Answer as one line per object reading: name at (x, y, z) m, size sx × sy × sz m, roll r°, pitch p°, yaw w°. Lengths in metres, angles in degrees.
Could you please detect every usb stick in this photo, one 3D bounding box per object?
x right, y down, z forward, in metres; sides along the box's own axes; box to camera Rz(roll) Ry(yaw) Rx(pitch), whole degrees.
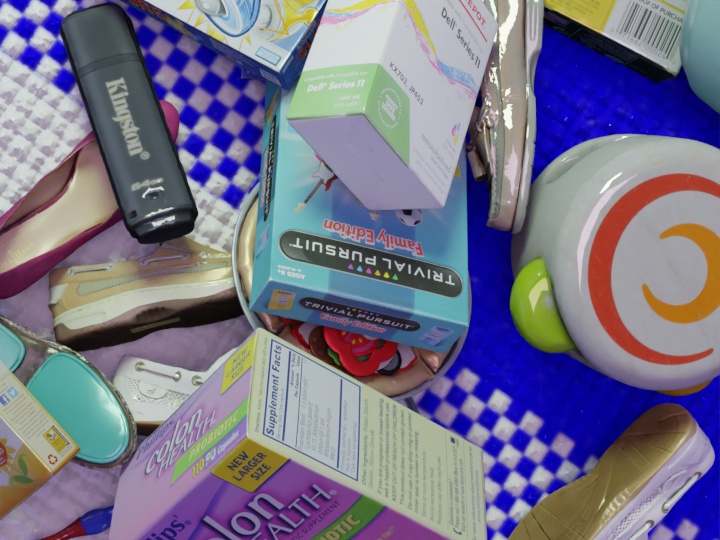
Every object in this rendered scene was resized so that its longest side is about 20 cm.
usb stick at (-0.171, -0.111, 1.079) m, size 0.055 × 0.033 × 0.201 m, roll -14°, pitch 65°, yaw -18°

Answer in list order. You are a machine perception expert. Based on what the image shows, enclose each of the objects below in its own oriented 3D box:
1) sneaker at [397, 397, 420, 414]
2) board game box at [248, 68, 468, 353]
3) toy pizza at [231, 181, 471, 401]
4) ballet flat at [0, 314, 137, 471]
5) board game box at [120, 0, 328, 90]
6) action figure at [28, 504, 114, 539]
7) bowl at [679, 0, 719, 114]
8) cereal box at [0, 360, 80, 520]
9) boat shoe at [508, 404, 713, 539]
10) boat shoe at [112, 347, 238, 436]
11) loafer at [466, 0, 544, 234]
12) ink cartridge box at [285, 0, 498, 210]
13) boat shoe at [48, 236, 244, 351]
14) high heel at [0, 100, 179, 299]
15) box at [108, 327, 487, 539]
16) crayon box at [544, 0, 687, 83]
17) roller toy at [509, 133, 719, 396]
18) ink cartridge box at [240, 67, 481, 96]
sneaker at (0.026, 0.152, 1.126) m, size 0.070 × 0.073 × 0.201 m, roll -26°, pitch 87°, yaw 9°
board game box at (0.002, -0.052, 1.071) m, size 0.150 × 0.047 × 0.201 m, roll 13°, pitch 56°, yaw -18°
toy pizza at (0.000, 0.000, 1.095) m, size 0.199 × 0.032 × 0.202 m, roll 11°, pitch 64°, yaw -23°
ballet flat at (-0.243, 0.079, 1.081) m, size 0.199 × 0.075 × 0.068 m, roll 34°, pitch 74°, yaw 6°
board game box at (-0.102, -0.236, 1.087) m, size 0.199 × 0.034 × 0.136 m, roll 29°, pitch 79°, yaw 17°
action figure at (-0.149, 0.181, 1.108) m, size 0.199 × 0.052 × 0.066 m, roll -28°, pitch 90°, yaw -10°
bowl at (0.314, -0.192, 1.118) m, size 0.105 × 0.201 × 0.202 m, roll 24°, pitch 85°, yaw 26°
cereal box at (-0.308, 0.091, 1.049) m, size 0.200 × 0.144 × 0.040 m, roll 50°, pitch 41°, yaw -4°
boat shoe at (0.192, 0.194, 1.132) m, size 0.200 × 0.071 × 0.069 m, roll -42°, pitch 121°, yaw 7°
boat shoe at (-0.093, 0.090, 1.088) m, size 0.198 × 0.071 × 0.070 m, roll 4°, pitch 75°, yaw 10°
loafer at (0.100, -0.128, 1.106) m, size 0.062 × 0.072 × 0.202 m, roll 5°, pitch 83°, yaw -2°
ink cartridge box at (0.032, -0.156, 1.023) m, size 0.117 × 0.067 × 0.201 m, roll 45°, pitch 53°, yaw -45°
boat shoe at (-0.136, 0.001, 1.105) m, size 0.199 × 0.072 × 0.077 m, roll -11°, pitch 74°, yaw -11°
high heel at (-0.206, -0.053, 1.079) m, size 0.067 × 0.096 × 0.200 m, roll 41°, pitch 84°, yaw -4°
box at (-0.043, 0.164, 1.017) m, size 0.199 × 0.097 × 0.176 m, roll 31°, pitch 127°, yaw -23°
crayon box at (0.230, -0.267, 1.164) m, size 0.126 × 0.051 × 0.201 m, roll 26°, pitch 86°, yaw -6°
roller toy at (0.214, -0.009, 1.112) m, size 0.199 × 0.140 × 0.184 m, roll 21°, pitch 92°, yaw -15°
ink cartridge box at (0.008, -0.202, 1.140) m, size 0.198 × 0.042 × 0.120 m, roll 2°, pitch 88°, yaw -6°
